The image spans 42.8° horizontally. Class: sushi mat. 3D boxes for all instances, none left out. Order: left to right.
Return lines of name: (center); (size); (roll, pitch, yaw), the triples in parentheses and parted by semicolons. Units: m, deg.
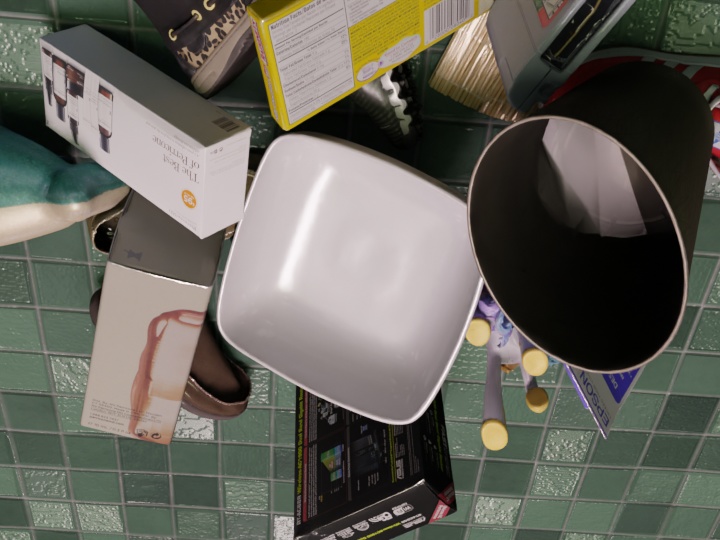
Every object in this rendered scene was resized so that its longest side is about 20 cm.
sushi mat: (0.139, -0.212, 0.731); (0.095, 0.012, 0.201); (20, 125, -13)

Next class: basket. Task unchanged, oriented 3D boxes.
basket: (0.176, -0.059, 0.645); (0.135, 0.200, 0.182); (-10, 113, 35)

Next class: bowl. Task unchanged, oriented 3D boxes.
bowl: (0.000, 0.000, 0.737); (0.198, 0.075, 0.202); (25, 112, 11)

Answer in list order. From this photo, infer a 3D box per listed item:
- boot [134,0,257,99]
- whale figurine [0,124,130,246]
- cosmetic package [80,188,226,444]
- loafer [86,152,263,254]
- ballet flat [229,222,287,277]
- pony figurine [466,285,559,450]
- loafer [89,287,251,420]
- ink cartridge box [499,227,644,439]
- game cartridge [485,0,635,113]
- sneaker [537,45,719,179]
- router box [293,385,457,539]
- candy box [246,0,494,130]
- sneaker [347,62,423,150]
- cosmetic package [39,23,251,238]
boot: (-0.108, -0.236, 0.647); (0.151, 0.073, 0.200); (44, 133, -3)
whale figurine: (-0.293, -0.077, 0.762); (0.198, 0.159, 0.105); (-2, 107, 25)
cosmetic package: (-0.180, 0.044, 0.796); (0.086, 0.104, 0.201); (14, 130, -9)
loafer: (-0.156, -0.049, 0.829); (0.197, 0.068, 0.077); (-13, 127, 11)
ballet flat: (-0.056, 0.008, 0.861); (0.075, 0.068, 0.201); (-31, 145, -5)
pony figurine: (0.123, 0.029, 0.826); (0.164, 0.201, 0.195); (-9, 114, 9)
loafer: (-0.178, 0.078, 0.924); (0.071, 0.073, 0.200); (-34, 120, 26)
ink cartridge box: (0.171, 0.003, 0.742); (0.043, 0.200, 0.200); (-21, 101, 39)
game cartridge: (0.160, -0.218, 0.632); (0.041, 0.134, 0.200); (28, 122, -18)
sneaker: (0.247, -0.122, 0.730); (0.197, 0.113, 0.072); (-2, 129, -2)
router box: (0.009, 0.169, 0.910); (0.149, 0.201, 0.062); (-28, 128, 22)
candy box: (0.015, -0.187, 0.652); (0.199, 0.026, 0.103); (-33, 146, -16)
sneaker: (-0.020, -0.175, 0.733); (0.090, 0.067, 0.201); (-21, 121, 20)
cosmetic package: (-0.173, -0.112, 0.719); (0.199, 0.050, 0.083); (33, 135, 27)
